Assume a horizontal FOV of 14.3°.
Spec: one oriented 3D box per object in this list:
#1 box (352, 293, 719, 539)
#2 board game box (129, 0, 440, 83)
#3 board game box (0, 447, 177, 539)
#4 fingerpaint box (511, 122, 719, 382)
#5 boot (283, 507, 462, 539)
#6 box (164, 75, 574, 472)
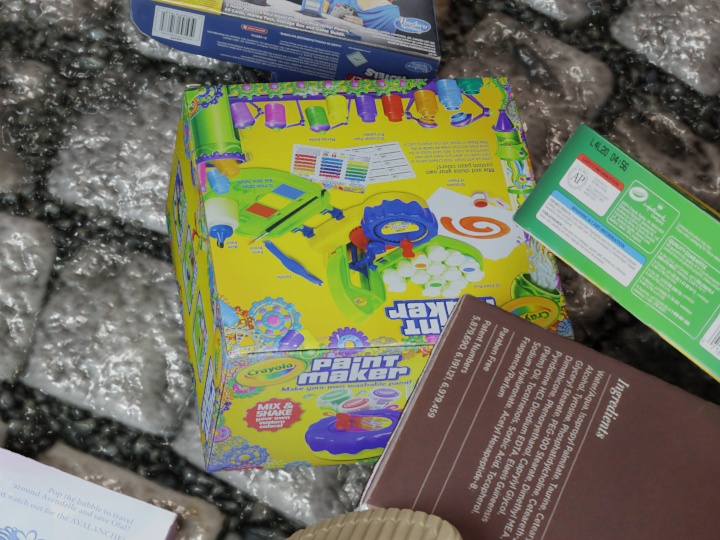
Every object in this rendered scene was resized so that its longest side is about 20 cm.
[{"bbox_3d":[0.099,0.152,1.534,0.199,0.166,0.165,24,49,6],"label":"box"},{"bbox_3d":[-0.035,-0.210,1.855,0.199,0.062,0.201,12,51,-1],"label":"board game box"},{"bbox_3d":[-0.226,0.184,1.538,0.199,0.043,0.200,20,54,5],"label":"board game box"},{"bbox_3d":[0.206,0.018,1.588,0.200,0.167,0.074,40,96,37],"label":"fingerpaint box"},{"bbox_3d":[-0.005,0.213,1.439,0.167,0.199,0.072,63,32,-14],"label":"boot"},{"bbox_3d":[0.000,0.000,1.666,0.199,0.122,0.194,-2,54,-12],"label":"box"}]
